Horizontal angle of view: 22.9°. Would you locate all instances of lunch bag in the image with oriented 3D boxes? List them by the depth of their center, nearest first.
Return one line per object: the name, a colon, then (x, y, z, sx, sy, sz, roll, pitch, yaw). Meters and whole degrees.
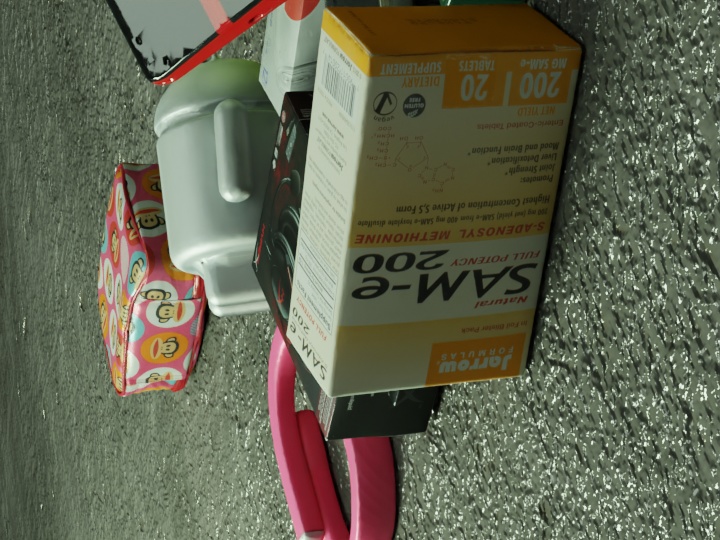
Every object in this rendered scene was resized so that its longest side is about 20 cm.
lunch bag: (-0.201, 0.000, 1.664, 0.201, 0.081, 0.177, 107, 151, -45)

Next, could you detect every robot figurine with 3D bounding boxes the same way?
robot figurine: (-0.092, -0.070, 1.322, 0.170, 0.112, 0.202, 116, 147, -77)

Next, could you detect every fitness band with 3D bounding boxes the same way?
fitness band: (-0.023, 0.120, 1.280, 0.144, 0.037, 0.201, 117, 143, -53)

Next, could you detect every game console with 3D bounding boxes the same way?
game console: (-0.119, -0.244, 1.141, 0.176, 0.031, 0.201, -30, 86, 39)

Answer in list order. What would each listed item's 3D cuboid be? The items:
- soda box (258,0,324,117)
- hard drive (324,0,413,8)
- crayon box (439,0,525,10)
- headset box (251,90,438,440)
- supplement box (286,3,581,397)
soda box: (-0.016, -0.197, 1.164, 0.064, 0.068, 0.201, -120, 34, -49)
hard drive: (0.000, -0.210, 1.027, 0.140, 0.037, 0.201, -80, -17, -56)
crayon box: (0.079, -0.246, 0.929, 0.200, 0.050, 0.128, 117, 144, -53)
headset box: (0.000, 0.000, 1.143, 0.201, 0.074, 0.150, -116, 31, -45)
supplement box: (0.037, -0.038, 0.970, 0.074, 0.125, 0.202, -129, 40, -54)
